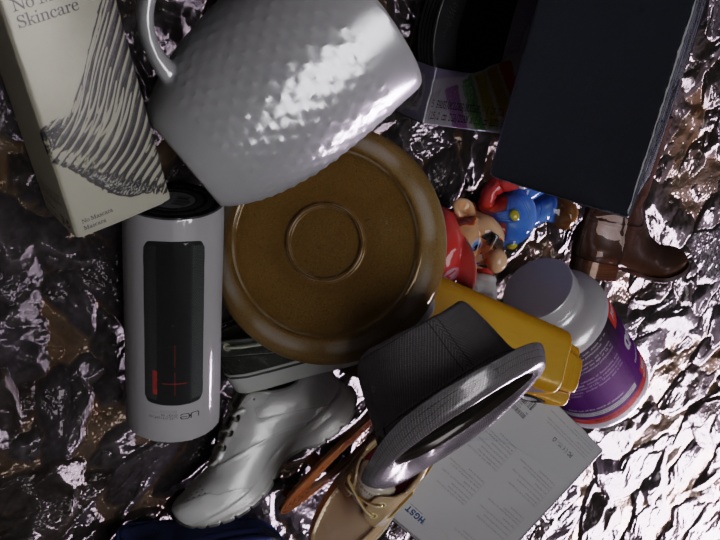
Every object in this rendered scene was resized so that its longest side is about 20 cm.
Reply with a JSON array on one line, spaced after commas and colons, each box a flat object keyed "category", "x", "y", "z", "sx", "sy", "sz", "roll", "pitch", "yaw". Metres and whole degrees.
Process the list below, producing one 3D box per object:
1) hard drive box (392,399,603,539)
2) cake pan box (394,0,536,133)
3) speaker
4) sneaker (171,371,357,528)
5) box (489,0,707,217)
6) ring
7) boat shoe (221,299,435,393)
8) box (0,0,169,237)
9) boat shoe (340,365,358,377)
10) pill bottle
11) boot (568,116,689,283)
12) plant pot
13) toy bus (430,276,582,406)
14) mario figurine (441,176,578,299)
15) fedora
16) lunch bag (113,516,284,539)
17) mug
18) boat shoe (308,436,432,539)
[{"category": "hard drive box", "x": 0.127, "y": 0.202, "z": 1.137, "sx": 0.200, "sy": 0.077, "sz": 0.156, "roll": -46, "pitch": 115, "yaw": -1}, {"category": "cake pan box", "x": 0.131, "y": -0.218, "z": 0.987, "sx": 0.199, "sy": 0.052, "sz": 0.185, "roll": 2, "pitch": 108, "yaw": -38}, {"category": "speaker", "x": -0.152, "y": 0.036, "z": 0.883, "sx": 0.081, "sy": 0.081, "sz": 0.201, "roll": -11, "pitch": 119, "yaw": -32}, {"category": "sneaker", "x": -0.099, "y": 0.152, "z": 0.999, "sx": 0.200, "sy": 0.074, "sz": 0.087, "roll": -42, "pitch": 111, "yaw": -13}, {"category": "box", "x": 0.203, "y": -0.169, "z": 0.896, "sx": 0.198, "sy": 0.123, "sz": 0.201, "roll": -35, "pitch": 141, "yaw": -68}, {"category": "ring", "x": -0.004, "y": 0.155, "z": 1.026, "sx": 0.200, "sy": 0.019, "sz": 0.201, "roll": -40, "pitch": 167, "yaw": -11}, {"category": "boat shoe", "x": -0.036, "y": 0.046, "z": 0.935, "sx": 0.199, "sy": 0.071, "sz": 0.064, "roll": -21, "pitch": 117, "yaw": 12}, {"category": "box", "x": -0.203, "y": -0.132, "z": 0.767, "sx": 0.082, "sy": 0.068, "sz": 0.201, "roll": -27, "pitch": 126, "yaw": -22}, {"category": "boat shoe", "x": 0.000, "y": 0.000, "z": 0.995, "sx": 0.065, "sy": 0.071, "sz": 0.201, "roll": -58, "pitch": 154, "yaw": -55}, {"category": "pill bottle", "x": 0.227, "y": 0.076, "z": 1.163, "sx": 0.113, "sy": 0.112, "sz": 0.200, "roll": -47, "pitch": 132, "yaw": -8}, {"category": "boot", "x": 0.314, "y": -0.090, "z": 1.185, "sx": 0.186, "sy": 0.064, "sz": 0.201, "roll": -3, "pitch": 109, "yaw": -38}, {"category": "plant pot", "x": -0.028, "y": -0.023, "z": 0.892, "sx": 0.199, "sy": 0.027, "sz": 0.201, "roll": 0, "pitch": 89, "yaw": 2}, {"category": "toy bus", "x": 0.125, "y": 0.067, "z": 1.016, "sx": 0.199, "sy": 0.078, "sz": 0.065, "roll": 23, "pitch": 74, "yaw": -21}, {"category": "mario figurine", "x": 0.144, "y": -0.035, "z": 1.046, "sx": 0.199, "sy": 0.106, "sz": 0.124, "roll": -30, "pitch": 101, "yaw": -29}, {"category": "fedora", "x": 0.058, "y": 0.090, "z": 0.877, "sx": 0.176, "sy": 0.091, "sz": 0.200, "roll": -30, "pitch": 163, "yaw": -12}, {"category": "lunch bag", "x": -0.133, "y": 0.300, "z": 0.988, "sx": 0.199, "sy": 0.136, "sz": 0.133, "roll": 6, "pitch": 112, "yaw": -40}, {"category": "mug", "x": -0.080, "y": -0.155, "z": 0.801, "sx": 0.175, "sy": 0.148, "sz": 0.200, "roll": -41, "pitch": 124, "yaw": -4}, {"category": "boat shoe", "x": 0.016, "y": 0.199, "z": 1.044, "sx": 0.200, "sy": 0.074, "sz": 0.069, "roll": -51, "pitch": 164, "yaw": 1}]
